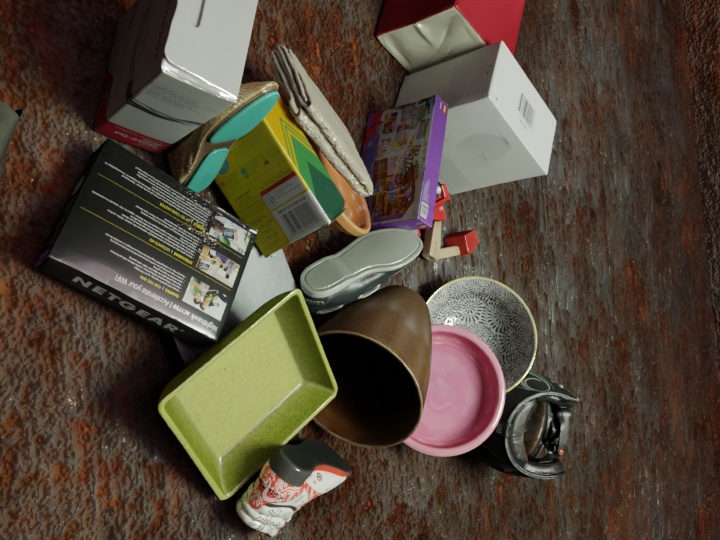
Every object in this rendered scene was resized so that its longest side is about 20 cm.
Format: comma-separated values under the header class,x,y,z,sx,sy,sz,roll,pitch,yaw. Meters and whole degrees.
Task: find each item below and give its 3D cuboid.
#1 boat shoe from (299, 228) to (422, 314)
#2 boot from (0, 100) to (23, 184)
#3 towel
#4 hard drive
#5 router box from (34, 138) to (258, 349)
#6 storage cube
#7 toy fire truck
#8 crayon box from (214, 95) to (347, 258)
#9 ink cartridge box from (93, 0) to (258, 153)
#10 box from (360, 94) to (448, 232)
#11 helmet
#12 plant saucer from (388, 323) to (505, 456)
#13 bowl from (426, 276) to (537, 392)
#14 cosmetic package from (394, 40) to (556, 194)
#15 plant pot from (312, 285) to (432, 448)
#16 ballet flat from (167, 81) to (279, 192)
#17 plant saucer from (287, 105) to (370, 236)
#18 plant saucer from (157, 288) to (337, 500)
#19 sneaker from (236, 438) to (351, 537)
class,x,y,z,sx,sy,sz,roll,pitch,yaw
boat shoe,0.000,0.000,0.964,0.198,0.076,0.061,-20,144,-23
boot,-0.400,-0.127,0.584,0.200,0.077,0.140,38,54,-54
towel,-0.049,-0.188,0.882,0.200,0.034,0.133,46,18,-53
hard drive,-0.158,0.055,0.851,0.200,0.033,0.141,-34,111,-44
router box,-0.223,-0.025,0.743,0.199,0.051,0.150,33,57,-29
storage cube,0.154,-0.435,1.151,0.199,0.170,0.182,33,64,-41
toy fire truck,0.121,-0.071,1.162,0.199,0.048,0.142,-31,109,-45
crayon box,-0.119,-0.129,0.824,0.201,0.126,0.051,58,41,-11
ink cartridge box,-0.195,-0.224,0.712,0.083,0.199,0.147,19,72,-36
box,0.058,-0.157,1.037,0.039,0.136,0.202,26,67,-44
helmet,0.275,0.263,1.193,0.198,0.190,0.202,-1,94,-17
plant saucer,0.124,0.187,1.068,0.051,0.198,0.203,95,3,-76
bowl,0.191,0.120,1.159,0.094,0.198,0.203,86,12,-75
cosmetic package,0.191,-0.247,1.148,0.199,0.199,0.124,40,56,-38
plant pot,0.026,0.110,0.963,0.188,0.185,0.200,65,31,-19
ballet flat,-0.164,-0.161,0.758,0.070,0.200,0.066,-24,80,-52
plant saucer,-0.051,-0.132,0.929,0.201,0.037,0.201,55,17,-26
plant saucer,-0.131,0.140,0.801,0.199,0.048,0.201,-41,137,-24
sneaker,-0.088,0.283,0.888,0.108,0.067,0.201,-51,157,2
